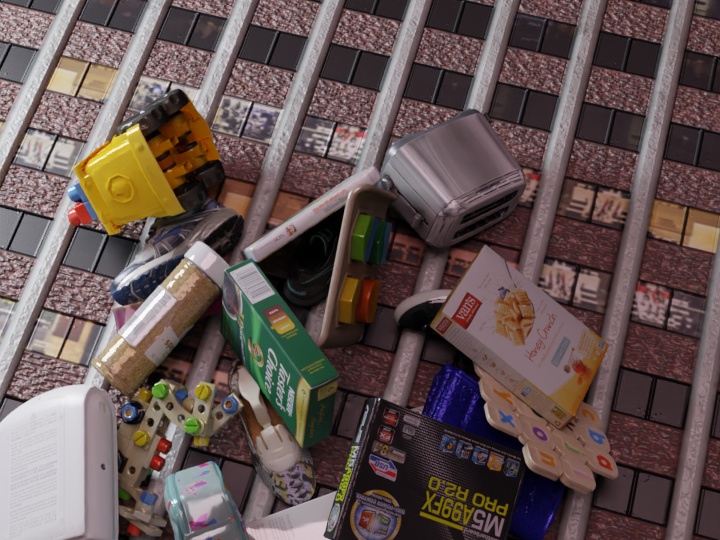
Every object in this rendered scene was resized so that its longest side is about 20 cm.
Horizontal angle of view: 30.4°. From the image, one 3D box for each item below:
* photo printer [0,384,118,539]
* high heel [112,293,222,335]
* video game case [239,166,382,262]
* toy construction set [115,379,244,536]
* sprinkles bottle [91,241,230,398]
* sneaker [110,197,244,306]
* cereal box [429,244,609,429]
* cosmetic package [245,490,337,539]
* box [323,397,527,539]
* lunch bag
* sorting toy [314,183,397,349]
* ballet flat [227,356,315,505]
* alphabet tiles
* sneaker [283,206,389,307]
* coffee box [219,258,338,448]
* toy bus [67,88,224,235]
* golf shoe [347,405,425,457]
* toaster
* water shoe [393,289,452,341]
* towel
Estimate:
[{"bbox_3d":[-0.359,0.239,1.553,0.165,0.069,0.203,-22,59,26],"label":"photo printer"},{"bbox_3d":[-0.213,0.078,1.682,0.197,0.067,0.098,-11,87,-6],"label":"high heel"},{"bbox_3d":[-0.067,-0.068,1.660,0.181,0.200,0.023,-34,96,-7],"label":"video game case"},{"bbox_3d":[-0.236,0.214,1.575,0.130,0.092,0.202,24,76,15],"label":"toy construction set"},{"bbox_3d":[-0.239,0.059,1.614,0.068,0.068,0.200,38,80,18],"label":"sprinkles bottle"},{"bbox_3d":[-0.249,-0.026,1.725,0.199,0.078,0.085,-36,58,-24],"label":"sneaker"},{"bbox_3d":[0.193,0.077,1.587,0.199,0.040,0.144,38,45,-1],"label":"cereal box"},{"bbox_3d":[-0.026,0.319,1.530,0.197,0.085,0.109,-17,65,-8],"label":"cosmetic package"},{"bbox_3d":[0.075,0.250,1.472,0.198,0.044,0.162,22,76,-15],"label":"box"},{"bbox_3d":[-0.160,0.321,1.470,0.076,0.160,0.203,-17,98,-12],"label":"lunch bag"},{"bbox_3d":[0.000,0.000,1.599,0.036,0.185,0.203,16,92,13],"label":"sorting toy"},{"bbox_3d":[-0.114,0.189,1.606,0.071,0.072,0.202,-21,65,-10],"label":"ballet flat"},{"bbox_3d":[0.216,0.174,1.563,0.194,0.015,0.201,24,31,-24],"label":"alphabet tiles"},{"bbox_3d":[-0.025,-0.041,1.716,0.075,0.080,0.201,29,65,17],"label":"sneaker"},{"bbox_3d":[-0.098,0.096,1.557,0.044,0.124,0.201,-23,57,-26],"label":"coffee box"},{"bbox_3d":[-0.293,-0.129,1.733,0.190,0.200,0.137,-24,106,20],"label":"toy bus"},{"bbox_3d":[0.080,0.199,1.586,0.197,0.093,0.073,-20,62,-11],"label":"golf shoe"},{"bbox_3d":[0.126,-0.120,1.729,0.198,0.114,0.130,-25,68,-30],"label":"toaster"},{"bbox_3d":[0.139,0.074,1.657,0.196,0.072,0.080,2,61,2],"label":"water shoe"},{"bbox_3d":[0.158,0.214,1.554,0.198,0.049,0.149,30,63,-15],"label":"towel"}]
